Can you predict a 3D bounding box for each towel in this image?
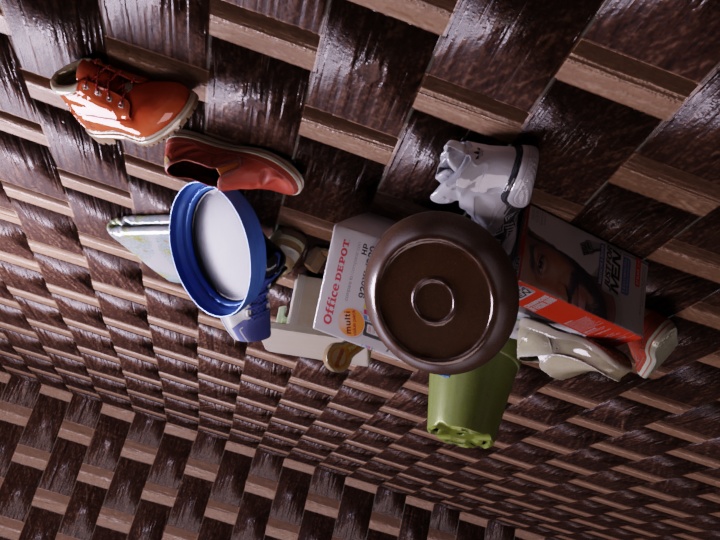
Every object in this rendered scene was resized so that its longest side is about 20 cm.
[{"bbox_3d":[-0.319,-0.038,1.350,0.195,0.049,0.172,1,148,30],"label":"towel"}]

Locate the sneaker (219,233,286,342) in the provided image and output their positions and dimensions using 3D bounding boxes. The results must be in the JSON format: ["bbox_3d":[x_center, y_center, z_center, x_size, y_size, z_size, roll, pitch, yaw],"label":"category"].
[{"bbox_3d":[-0.168,0.016,1.194,0.079,0.205,0.114,-18,-164,-38],"label":"sneaker"}]

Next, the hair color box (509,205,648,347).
[{"bbox_3d":[0.279,0.010,1.013,0.196,0.114,0.064,22,155,-15],"label":"hair color box"}]

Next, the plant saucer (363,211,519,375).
[{"bbox_3d":[0.091,0.033,0.928,0.195,0.206,0.032,7,-165,18],"label":"plant saucer"}]

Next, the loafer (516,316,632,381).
[{"bbox_3d":[0.294,0.122,1.085,0.074,0.070,0.199,18,-179,-31],"label":"loafer"}]

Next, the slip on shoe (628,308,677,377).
[{"bbox_3d":[0.440,0.109,1.179,0.061,0.074,0.200,43,177,29],"label":"slip on shoe"}]

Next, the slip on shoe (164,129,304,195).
[{"bbox_3d":[-0.172,-0.133,1.044,0.195,0.063,0.074,15,154,-2],"label":"slip on shoe"}]

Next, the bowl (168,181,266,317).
[{"bbox_3d":[-0.212,-0.034,1.148,0.198,0.206,0.039,-10,-175,45],"label":"bowl"}]

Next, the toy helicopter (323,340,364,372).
[{"bbox_3d":[0.015,0.088,1.257,0.078,0.198,0.134,-3,119,60],"label":"toy helicopter"}]

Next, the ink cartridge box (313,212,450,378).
[{"bbox_3d":[0.059,0.027,1.038,0.195,0.151,0.144,18,-166,15],"label":"ink cartridge box"}]

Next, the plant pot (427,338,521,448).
[{"bbox_3d":[0.195,0.207,1.382,0.194,0.195,0.201,12,157,5],"label":"plant pot"}]

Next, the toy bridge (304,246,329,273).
[{"bbox_3d":[0.000,0.000,1.197,0.197,0.068,0.027,24,165,38],"label":"toy bridge"}]

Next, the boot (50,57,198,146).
[{"bbox_3d":[-0.290,-0.211,0.939,0.195,0.077,0.108,2,148,30],"label":"boot"}]

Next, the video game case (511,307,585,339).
[{"bbox_3d":[0.244,0.079,1.234,0.195,0.024,0.182,16,165,-12],"label":"video game case"}]

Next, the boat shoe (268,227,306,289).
[{"bbox_3d":[-0.153,-0.005,1.281,0.070,0.078,0.200,21,155,-15],"label":"boat shoe"}]

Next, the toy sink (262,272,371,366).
[{"bbox_3d":[-0.072,0.084,1.378,0.194,0.115,0.131,7,155,6],"label":"toy sink"}]

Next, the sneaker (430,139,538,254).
[{"bbox_3d":[0.143,-0.088,0.938,0.112,0.077,0.201,14,151,6],"label":"sneaker"}]
